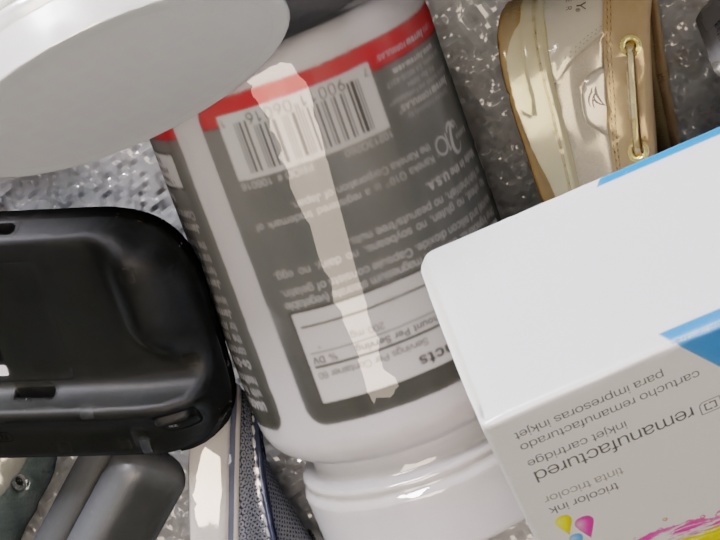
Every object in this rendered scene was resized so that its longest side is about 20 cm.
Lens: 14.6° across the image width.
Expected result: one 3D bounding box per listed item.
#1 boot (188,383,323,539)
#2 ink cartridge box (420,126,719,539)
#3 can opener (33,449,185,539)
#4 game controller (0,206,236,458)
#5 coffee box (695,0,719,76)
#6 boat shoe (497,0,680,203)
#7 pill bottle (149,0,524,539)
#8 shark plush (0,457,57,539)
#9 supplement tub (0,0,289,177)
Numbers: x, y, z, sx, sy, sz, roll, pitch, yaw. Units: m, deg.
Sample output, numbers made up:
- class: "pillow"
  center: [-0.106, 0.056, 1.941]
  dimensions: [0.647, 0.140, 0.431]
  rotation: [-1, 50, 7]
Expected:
- class: "boot"
  center: [-0.019, 0.132, 1.124]
  dimensions: [0.090, 0.073, 0.201]
  rotation: [-4, 115, 1]
- class: "ink cartridge box"
  center: [0.124, 0.056, 0.976]
  dimensions: [0.144, 0.085, 0.200]
  rotation: [-24, 137, 4]
- class: "can opener"
  center: [-0.117, 0.147, 1.125]
  dimensions: [0.066, 0.053, 0.200]
  rotation: [13, 115, -27]
- class: "game controller"
  center: [-0.147, 0.025, 1.059]
  dimensions: [0.199, 0.042, 0.105]
  rotation: [-3, 116, 18]
- class: "coffee box"
  center: [0.221, -0.045, 1.010]
  dimensions: [0.200, 0.114, 0.080]
  rotation: [40, 104, -8]
- class: "boat shoe"
  center: [0.112, -0.013, 1.054]
  dimensions: [0.069, 0.074, 0.201]
  rotation: [-16, 104, 17]
- class: "pill bottle"
  center: [0.000, 0.000, 1.050]
  dimensions: [0.114, 0.114, 0.201]
  rotation: [-17, 105, 12]
- class: "shark plush"
  center: [-0.170, 0.152, 1.146]
  dimensions: [0.083, 0.091, 0.201]
  rotation: [-2, 105, -24]
- class: "supplement tub"
  center: [-0.118, -0.147, 0.946]
  dimensions: [0.144, 0.144, 0.201]
  rotation: [-29, 75, 14]
